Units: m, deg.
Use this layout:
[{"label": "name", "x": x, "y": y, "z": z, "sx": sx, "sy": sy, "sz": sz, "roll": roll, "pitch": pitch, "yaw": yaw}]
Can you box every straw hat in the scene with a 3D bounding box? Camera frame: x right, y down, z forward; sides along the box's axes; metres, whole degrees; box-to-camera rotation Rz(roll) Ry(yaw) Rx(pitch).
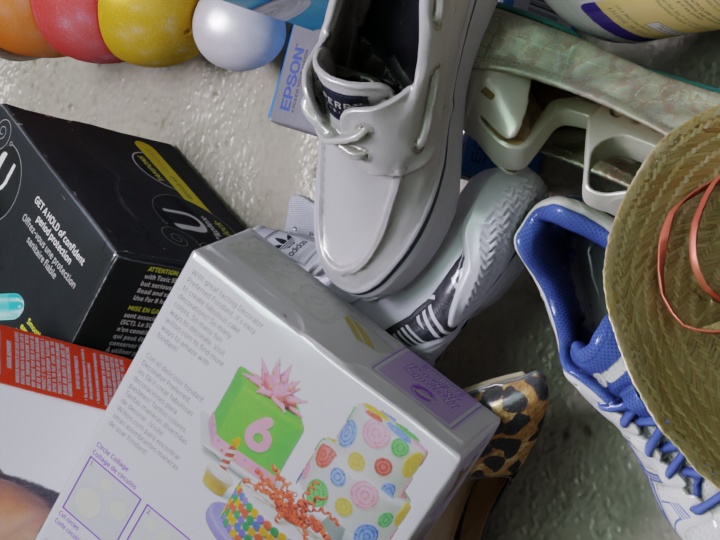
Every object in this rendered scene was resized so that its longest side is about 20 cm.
[{"label": "straw hat", "x": 0.184, "y": 0.030, "z": 0.667, "sx": 0.085, "sy": 0.200, "sz": 0.202, "roll": 98, "pitch": 158, "yaw": -66}]

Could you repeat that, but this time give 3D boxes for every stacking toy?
[{"label": "stacking toy", "x": -0.119, "y": -0.163, "z": 0.983, "sx": 0.199, "sy": 0.146, "sz": 0.147, "roll": 24, "pitch": 101, "yaw": 28}]

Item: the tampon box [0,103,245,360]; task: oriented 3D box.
[{"label": "tampon box", "x": -0.161, "y": 0.038, "z": 0.974, "sx": 0.150, "sy": 0.126, "sz": 0.201, "roll": 47, "pitch": 115, "yaw": 39}]

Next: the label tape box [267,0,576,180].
[{"label": "label tape box", "x": 0.014, "y": -0.131, "z": 0.877, "sx": 0.199, "sy": 0.063, "sz": 0.145, "roll": 19, "pitch": 96, "yaw": 44}]

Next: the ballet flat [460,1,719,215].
[{"label": "ballet flat", "x": 0.089, "y": -0.062, "z": 0.730, "sx": 0.199, "sy": 0.068, "sz": 0.063, "roll": 20, "pitch": 63, "yaw": 17}]

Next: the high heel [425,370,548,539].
[{"label": "high heel", "x": 0.045, "y": 0.143, "z": 0.795, "sx": 0.200, "sy": 0.071, "sz": 0.143, "roll": -48, "pitch": 50, "yaw": 44}]

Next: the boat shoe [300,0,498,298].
[{"label": "boat shoe", "x": 0.009, "y": -0.075, "z": 0.709, "sx": 0.072, "sy": 0.065, "sz": 0.201, "roll": 39, "pitch": 126, "yaw": 30}]

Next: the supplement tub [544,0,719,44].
[{"label": "supplement tub", "x": 0.167, "y": -0.170, "z": 0.678, "sx": 0.199, "sy": 0.145, "sz": 0.147, "roll": -3, "pitch": 82, "yaw": 43}]

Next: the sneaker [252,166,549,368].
[{"label": "sneaker", "x": 0.000, "y": 0.000, "z": 0.817, "sx": 0.115, "sy": 0.075, "sz": 0.200, "roll": 42, "pitch": 133, "yaw": 9}]

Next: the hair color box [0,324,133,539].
[{"label": "hair color box", "x": -0.129, "y": 0.104, "z": 0.874, "sx": 0.064, "sy": 0.199, "sz": 0.111, "roll": -111, "pitch": 41, "yaw": -62}]

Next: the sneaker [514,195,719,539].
[{"label": "sneaker", "x": 0.123, "y": 0.055, "z": 0.726, "sx": 0.075, "sy": 0.088, "sz": 0.201, "roll": -45, "pitch": 57, "yaw": 27}]

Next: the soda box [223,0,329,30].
[{"label": "soda box", "x": -0.064, "y": -0.163, "z": 0.773, "sx": 0.068, "sy": 0.199, "sz": 0.065, "roll": -8, "pitch": 77, "yaw": 41}]

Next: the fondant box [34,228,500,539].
[{"label": "fondant box", "x": -0.051, "y": 0.106, "z": 0.776, "sx": 0.144, "sy": 0.058, "sz": 0.201, "roll": 37, "pitch": 114, "yaw": 13}]
